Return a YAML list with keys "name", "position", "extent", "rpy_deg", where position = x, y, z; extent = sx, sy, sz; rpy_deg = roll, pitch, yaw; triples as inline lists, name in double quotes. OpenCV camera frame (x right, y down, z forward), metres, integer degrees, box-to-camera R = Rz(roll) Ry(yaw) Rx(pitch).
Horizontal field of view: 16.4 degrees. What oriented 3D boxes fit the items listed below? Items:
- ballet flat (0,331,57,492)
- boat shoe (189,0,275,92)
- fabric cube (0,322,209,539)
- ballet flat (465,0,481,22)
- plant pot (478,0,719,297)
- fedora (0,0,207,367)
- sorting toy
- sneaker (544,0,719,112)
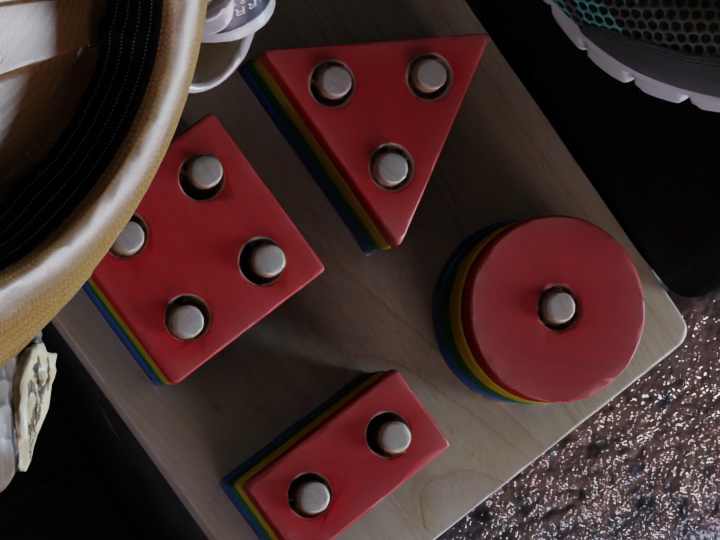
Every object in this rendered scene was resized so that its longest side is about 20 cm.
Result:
- name: "ballet flat"
  position: [-0.103, -0.015, 0.746]
  extent: [0.046, 0.200, 0.067]
  rpy_deg: [5, 133, -11]
- name: "boat shoe"
  position: [-0.048, -0.107, 0.768]
  extent: [0.071, 0.070, 0.200]
  rpy_deg: [-29, 171, -18]
- name: "fabric cube"
  position: [-0.189, 0.104, 1.018]
  extent: [0.200, 0.196, 0.199]
  rpy_deg: [-31, 173, -16]
- name: "ballet flat"
  position: [0.041, -0.113, 1.049]
  extent: [0.200, 0.073, 0.073]
  rpy_deg: [-34, 171, -2]
- name: "plant pot"
  position: [0.157, -0.107, 0.942]
  extent: [0.199, 0.200, 0.178]
  rpy_deg: [-28, 158, -26]
- name: "fedora"
  position: [-0.122, -0.060, 0.627]
  extent: [0.201, 0.082, 0.201]
  rpy_deg: [-38, 141, -40]
- name: "sorting toy"
  position: [0.000, 0.000, 0.918]
  extent: [0.199, 0.200, 0.070]
  rpy_deg: [-37, -174, -14]
- name: "sneaker"
  position: [0.062, -0.117, 0.738]
  extent: [0.078, 0.200, 0.091]
  rpy_deg: [-55, 157, -1]
